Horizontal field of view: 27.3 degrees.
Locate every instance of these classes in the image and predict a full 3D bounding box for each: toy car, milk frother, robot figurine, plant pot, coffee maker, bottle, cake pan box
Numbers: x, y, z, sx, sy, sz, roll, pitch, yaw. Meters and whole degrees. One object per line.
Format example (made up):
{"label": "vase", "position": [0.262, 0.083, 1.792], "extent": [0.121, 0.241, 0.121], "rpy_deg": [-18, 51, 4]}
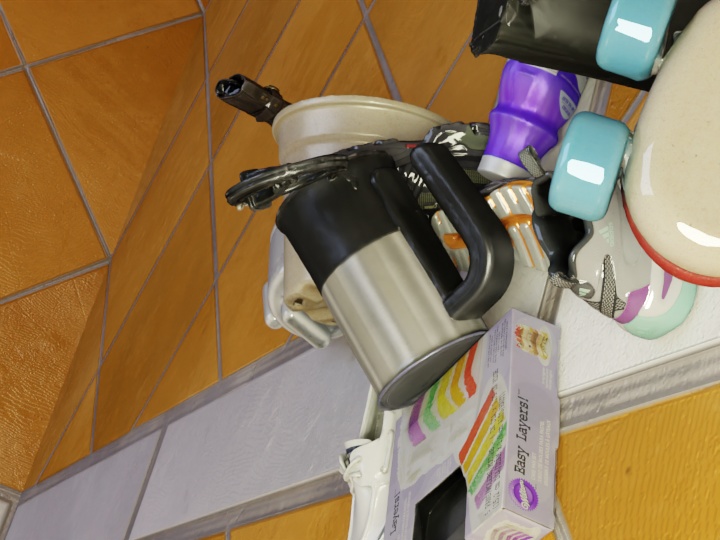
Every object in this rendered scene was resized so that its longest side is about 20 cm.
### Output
{"label": "toy car", "position": [0.223, -0.061, 0.914], "extent": [0.200, 0.183, 0.178], "rpy_deg": [68, -139, -74]}
{"label": "milk frother", "position": [0.000, 0.000, 1.190], "extent": [0.189, 0.199, 0.181], "rpy_deg": [59, 142, 20]}
{"label": "robot figurine", "position": [-0.044, -0.005, 1.611], "extent": [0.169, 0.113, 0.201], "rpy_deg": [-36, 29, 21]}
{"label": "plant pot", "position": [0.000, -0.047, 1.461], "extent": [0.200, 0.199, 0.185], "rpy_deg": [151, 128, -62]}
{"label": "coffee maker", "position": [0.187, -0.175, 0.995], "extent": [0.192, 0.198, 0.136], "rpy_deg": [-92, 14, -66]}
{"label": "bottle", "position": [0.162, -0.169, 1.294], "extent": [0.065, 0.083, 0.201], "rpy_deg": [21, 84, 28]}
{"label": "cake pan box", "position": [0.083, 0.158, 1.143], "extent": [0.184, 0.052, 0.201], "rpy_deg": [-51, 22, 44]}

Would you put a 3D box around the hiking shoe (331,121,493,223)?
{"label": "hiking shoe", "position": [0.036, -0.068, 1.340], "extent": [0.076, 0.198, 0.102], "rpy_deg": [4, -108, -81]}

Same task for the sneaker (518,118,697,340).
{"label": "sneaker", "position": [0.169, -0.062, 1.031], "extent": [0.078, 0.139, 0.201], "rpy_deg": [-45, 27, 47]}

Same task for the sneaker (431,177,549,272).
{"label": "sneaker", "position": [0.140, -0.047, 1.216], "extent": [0.077, 0.079, 0.199], "rpy_deg": [-30, 17, -29]}

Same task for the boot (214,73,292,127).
{"label": "boot", "position": [-0.116, -0.213, 1.991], "extent": [0.070, 0.173, 0.200], "rpy_deg": [-67, 18, -8]}

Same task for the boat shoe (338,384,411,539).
{"label": "boat shoe", "position": [0.012, 0.169, 1.301], "extent": [0.074, 0.065, 0.201], "rpy_deg": [-36, 34, 56]}
